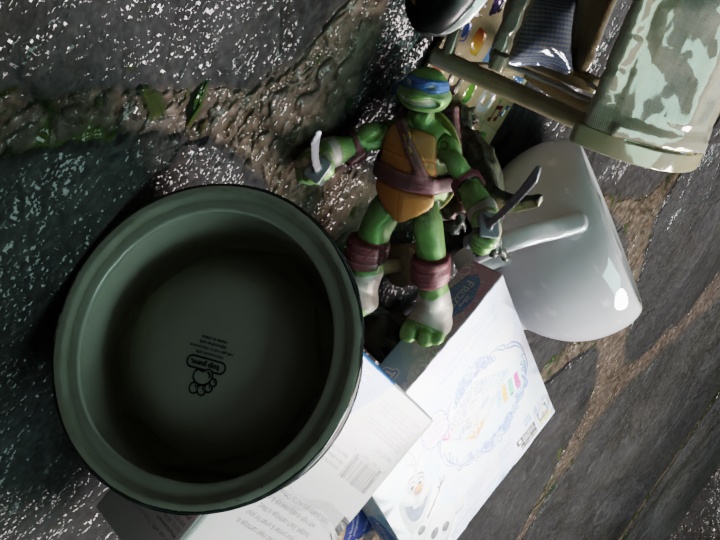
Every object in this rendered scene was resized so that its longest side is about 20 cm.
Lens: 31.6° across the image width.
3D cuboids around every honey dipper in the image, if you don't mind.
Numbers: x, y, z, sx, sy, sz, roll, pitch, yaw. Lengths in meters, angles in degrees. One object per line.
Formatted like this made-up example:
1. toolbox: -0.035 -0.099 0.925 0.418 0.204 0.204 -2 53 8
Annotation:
1. honey dipper: 0.000 0.000 1.043 0.199 0.038 0.038 -7 126 -52

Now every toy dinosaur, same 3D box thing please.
1. toy dinosaur: 0.039 0.065 1.119 0.199 0.102 0.078 7 105 -49
2. toy dinosaur: 0.093 -0.060 0.985 0.047 0.201 0.089 0 118 -13

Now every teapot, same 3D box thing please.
1. teapot: 0.162 -0.016 1.165 0.144 0.199 0.201 -21 125 12

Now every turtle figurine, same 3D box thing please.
1. turtle figurine: 0.023 -0.035 0.912 0.142 0.201 0.196 -1 121 -12

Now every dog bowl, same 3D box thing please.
1. dog bowl: -0.086 0.053 0.790 0.201 0.199 0.074 -52 160 -5

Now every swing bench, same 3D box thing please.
1. swing bench: 0.187 -0.202 0.927 0.129 0.199 0.201 -10 126 -52

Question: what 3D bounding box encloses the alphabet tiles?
1. alphabet tiles: 0.098 -0.165 1.049 0.202 0.006 0.166 -60 152 8

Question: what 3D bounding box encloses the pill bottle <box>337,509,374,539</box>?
1. pill bottle: -0.015 0.181 1.131 0.199 0.110 0.112 -20 137 -48

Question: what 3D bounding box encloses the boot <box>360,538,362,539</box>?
1. boot: 0.021 0.241 1.318 0.200 0.064 0.188 -44 153 -30

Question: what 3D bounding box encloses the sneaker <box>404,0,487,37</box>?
1. sneaker: 0.068 -0.259 0.846 0.089 0.070 0.202 17 106 -46

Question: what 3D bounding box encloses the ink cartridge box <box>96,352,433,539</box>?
1. ink cartridge box: -0.063 0.133 0.885 0.200 0.084 0.146 -49 141 -5

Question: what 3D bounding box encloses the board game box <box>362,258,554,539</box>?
1. board game box: 0.072 0.129 1.075 0.200 0.043 0.200 -48 139 -20
